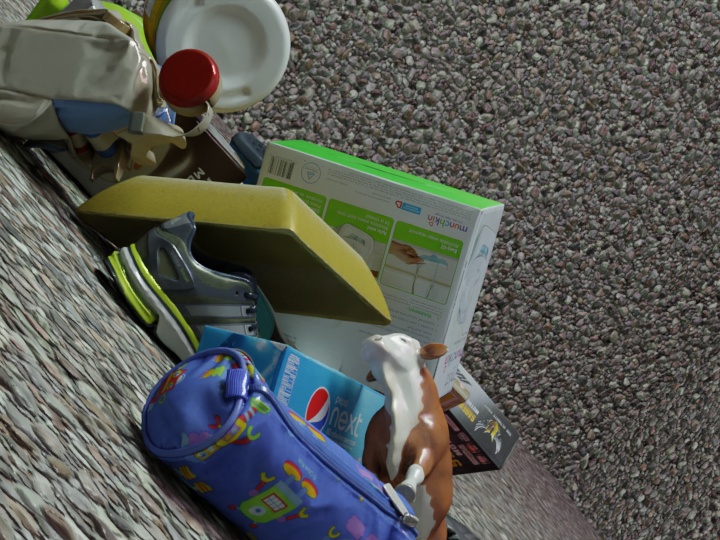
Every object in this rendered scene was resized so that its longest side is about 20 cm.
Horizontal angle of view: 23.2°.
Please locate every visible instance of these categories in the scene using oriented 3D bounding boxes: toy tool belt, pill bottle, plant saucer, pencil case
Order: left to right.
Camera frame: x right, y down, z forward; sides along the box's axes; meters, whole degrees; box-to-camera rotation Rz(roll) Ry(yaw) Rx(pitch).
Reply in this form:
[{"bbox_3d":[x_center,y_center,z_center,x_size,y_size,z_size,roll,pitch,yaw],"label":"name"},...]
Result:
[{"bbox_3d":[-0.193,-0.133,1.361,0.198,0.126,0.123,5,-18,10],"label":"toy tool belt"},{"bbox_3d":[-0.129,-0.209,1.504,0.111,0.111,0.200,47,3,-20],"label":"pill bottle"},{"bbox_3d":[-0.092,-0.021,1.383,0.198,0.049,0.200,6,-19,26],"label":"plant saucer"},{"bbox_3d":[-0.041,0.127,1.047,0.200,0.086,0.078,46,28,-35],"label":"pencil case"}]

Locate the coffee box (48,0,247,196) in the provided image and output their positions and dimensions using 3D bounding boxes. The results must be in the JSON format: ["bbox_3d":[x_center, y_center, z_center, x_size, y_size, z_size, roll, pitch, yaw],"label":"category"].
[{"bbox_3d":[-0.204,-0.124,1.497,0.200,0.114,0.080,47,3,-23],"label":"coffee box"}]

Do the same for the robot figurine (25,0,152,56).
[{"bbox_3d":[-0.253,-0.203,1.733,0.176,0.116,0.200,48,4,-1],"label":"robot figurine"}]

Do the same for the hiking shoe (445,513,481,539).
[{"bbox_3d":[0.095,0.254,1.452,0.200,0.076,0.101,48,7,-7],"label":"hiking shoe"}]

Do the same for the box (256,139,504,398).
[{"bbox_3d":[0.000,0.000,1.506,0.198,0.178,0.097,17,10,15],"label":"box"}]

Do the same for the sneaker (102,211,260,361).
[{"bbox_3d":[-0.096,0.043,1.284,0.200,0.081,0.074,48,4,-19],"label":"sneaker"}]

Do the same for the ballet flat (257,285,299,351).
[{"bbox_3d":[-0.093,0.059,1.417,0.200,0.069,0.070,51,0,-43],"label":"ballet flat"}]

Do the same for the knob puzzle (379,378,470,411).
[{"bbox_3d":[-0.018,0.080,1.631,0.218,0.031,0.221,25,-34,18],"label":"knob puzzle"}]

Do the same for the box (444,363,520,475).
[{"bbox_3d":[0.037,0.116,1.700,0.158,0.048,0.200,-14,-57,49],"label":"box"}]

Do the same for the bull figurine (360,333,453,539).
[{"bbox_3d":[0.027,0.142,1.200,0.122,0.065,0.201,-64,153,-52],"label":"bull figurine"}]

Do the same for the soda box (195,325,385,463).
[{"bbox_3d":[-0.043,0.096,1.210,0.067,0.065,0.200,12,-11,27],"label":"soda box"}]

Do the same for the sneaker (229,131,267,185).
[{"bbox_3d":[-0.070,-0.034,1.619,0.201,0.078,0.066,52,14,-17],"label":"sneaker"}]
